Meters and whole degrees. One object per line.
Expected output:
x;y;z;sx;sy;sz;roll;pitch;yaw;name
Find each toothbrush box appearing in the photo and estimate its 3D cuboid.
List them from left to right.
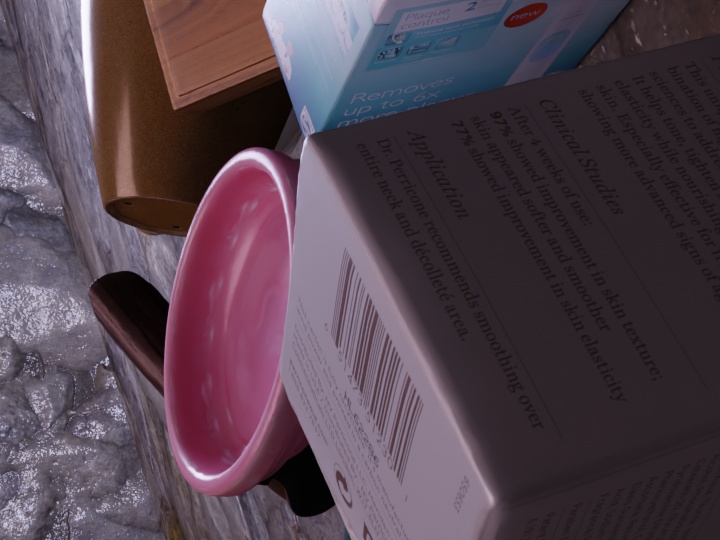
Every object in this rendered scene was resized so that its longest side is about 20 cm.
0.048;-0.143;0.645;0.200;0.145;0.086;126;126;-67;toothbrush box

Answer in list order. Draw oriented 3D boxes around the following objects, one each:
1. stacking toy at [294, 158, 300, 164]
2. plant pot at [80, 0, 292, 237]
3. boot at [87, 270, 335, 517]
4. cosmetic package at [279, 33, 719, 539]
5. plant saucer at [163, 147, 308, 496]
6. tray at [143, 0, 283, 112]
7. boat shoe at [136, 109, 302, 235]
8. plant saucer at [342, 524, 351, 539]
-0.030;0.009;1.070;0.086;0.084;0.201;94;163;-46;stacking toy
-0.119;-0.132;1.001;0.186;0.184;0.203;140;138;-71;plant pot
-0.101;0.086;1.033;0.200;0.064;0.186;40;178;31;boot
0.091;0.036;0.564;0.167;0.198;0.168;99;151;-51;cosmetic package
-0.059;0.032;0.828;0.200;0.050;0.203;-31;54;58;plant saucer
-0.042;-0.177;0.863;0.198;0.037;0.100;-18;86;29;tray
-0.100;-0.094;1.122;0.071;0.200;0.069;54;140;-7;boat shoe
0.043;0.161;0.926;0.200;0.027;0.202;-39;41;44;plant saucer
